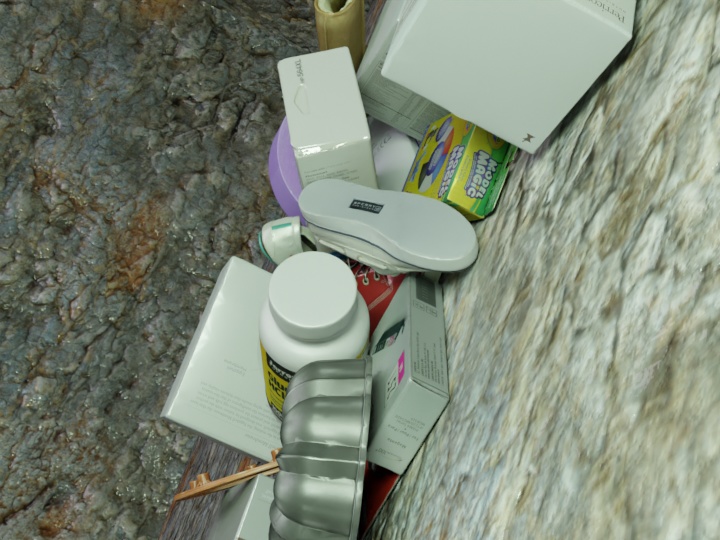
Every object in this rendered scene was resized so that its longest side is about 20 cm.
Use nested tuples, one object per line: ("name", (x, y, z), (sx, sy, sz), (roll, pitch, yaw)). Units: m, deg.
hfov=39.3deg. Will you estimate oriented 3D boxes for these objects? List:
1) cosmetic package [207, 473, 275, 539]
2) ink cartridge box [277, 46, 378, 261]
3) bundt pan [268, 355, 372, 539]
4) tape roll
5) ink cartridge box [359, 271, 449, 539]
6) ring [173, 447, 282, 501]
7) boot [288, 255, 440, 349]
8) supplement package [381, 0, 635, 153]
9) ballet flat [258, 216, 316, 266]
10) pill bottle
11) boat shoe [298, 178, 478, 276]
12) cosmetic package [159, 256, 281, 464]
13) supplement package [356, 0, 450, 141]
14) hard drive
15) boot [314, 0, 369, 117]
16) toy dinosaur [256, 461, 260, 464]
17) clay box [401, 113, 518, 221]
("cosmetic package", (-0.091, 0.272, 1.030), (0.200, 0.105, 0.092), (-43, 25, 63))
("ink cartridge box", (-0.028, -0.116, 1.103), (0.202, 0.082, 0.148), (80, 177, -53))
("bundt pan", (-0.037, 0.172, 0.875), (0.202, 0.074, 0.207), (-174, 90, -89))
("tape roll", (-0.025, -0.146, 1.379), (0.066, 0.197, 0.203), (138, 155, -68))
("ink cartridge box", (0.024, 0.120, 0.945), (0.175, 0.043, 0.201), (-61, 11, 25))
("ring", (-0.100, 0.204, 1.051), (0.200, 0.197, 0.020), (135, 120, -65))
("boot", (0.000, 0.000, 1.063), (0.201, 0.142, 0.073), (-54, 13, 47))
("supplement package", (0.132, -0.243, 0.838), (0.151, 0.150, 0.203), (-52, 17, 53))
("ballet flat", (-0.046, -0.005, 1.232), (0.068, 0.200, 0.071), (-16, 55, 26))
("pill bottle", (-0.046, 0.075, 1.012), (0.202, 0.110, 0.114), (91, -166, -54))
("boat shoe", (0.028, -0.030, 0.979), (0.071, 0.197, 0.071), (-55, -34, -31))
("cosmetic package", (-0.112, 0.124, 1.219), (0.203, 0.196, 0.123), (-68, 10, -15))
("supplement package", (0.098, -0.252, 1.100), (0.154, 0.148, 0.200), (-68, 9, -20))
("hard drive", (0.027, -0.102, 1.223), (0.132, 0.025, 0.202), (-46, 40, 27))
("boot", (-0.009, -0.279, 1.213), (0.202, 0.065, 0.178), (86, -168, -50))
("toy dinosaur", (-0.099, 0.158, 1.322), (0.202, 0.101, 0.077), (-58, 5, -16))
("clay box", (0.099, -0.106, 1.023), (0.117, 0.047, 0.200), (-68, 13, -10))
